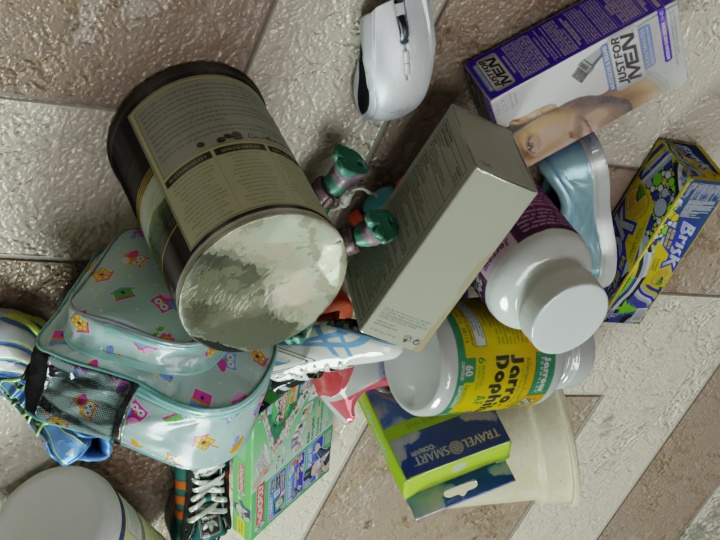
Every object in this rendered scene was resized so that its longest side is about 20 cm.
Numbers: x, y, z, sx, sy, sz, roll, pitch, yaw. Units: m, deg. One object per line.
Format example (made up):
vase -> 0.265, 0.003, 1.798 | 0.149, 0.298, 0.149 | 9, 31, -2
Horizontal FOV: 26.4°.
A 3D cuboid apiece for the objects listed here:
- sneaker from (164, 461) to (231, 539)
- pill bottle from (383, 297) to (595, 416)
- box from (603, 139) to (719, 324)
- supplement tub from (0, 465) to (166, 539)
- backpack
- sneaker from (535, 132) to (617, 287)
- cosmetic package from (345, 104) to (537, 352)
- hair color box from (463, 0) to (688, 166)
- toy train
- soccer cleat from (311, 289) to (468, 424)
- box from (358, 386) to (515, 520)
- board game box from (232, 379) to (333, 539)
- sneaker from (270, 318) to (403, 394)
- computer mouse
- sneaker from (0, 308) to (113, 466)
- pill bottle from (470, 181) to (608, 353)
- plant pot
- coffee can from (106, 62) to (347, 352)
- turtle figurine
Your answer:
sneaker -> -0.164, 0.240, 1.629 | 0.071, 0.080, 0.202 | -11, 135, -22
pill bottle -> 0.132, 0.082, 1.525 | 0.198, 0.113, 0.114 | -2, 132, -33
box -> 0.310, -0.039, 1.648 | 0.064, 0.070, 0.201 | 5, 128, -33
supplement tub -> -0.274, 0.306, 1.579 | 0.144, 0.146, 0.201 | -31, 140, 1
backpack -> -0.170, 0.072, 1.339 | 0.198, 0.176, 0.154 | 27, 125, -1
sneaker -> 0.213, -0.055, 1.580 | 0.081, 0.074, 0.202 | -17, 130, -4
cosmetic package -> 0.068, -0.036, 1.399 | 0.072, 0.104, 0.201 | 20, 122, -26
hair color box -> 0.205, -0.186, 1.441 | 0.198, 0.065, 0.110 | -28, 140, -2
toy train -> 0.000, 0.000, 1.508 | 0.148, 0.056, 0.202 | -8, 135, -25
soccer cleat -> 0.037, 0.079, 1.565 | 0.199, 0.077, 0.067 | -30, -179, -26
box -> 0.069, 0.143, 1.580 | 0.121, 0.201, 0.048 | -18, 148, -14
board game box -> -0.080, 0.178, 1.617 | 0.134, 0.029, 0.202 | -37, 148, -36
sneaker -> -0.049, 0.082, 1.484 | 0.197, 0.074, 0.072 | -3, 178, 22
computer mouse -> 0.036, -0.202, 1.336 | 0.108, 0.044, 0.201 | -17, 138, -17
sneaker -> -0.285, 0.113, 1.408 | 0.075, 0.106, 0.200 | -38, 140, 9
pill bottle -> 0.152, -0.016, 1.469 | 0.111, 0.201, 0.113 | -16, 134, -18
plant pot -> 0.126, 0.181, 1.683 | 0.181, 0.202, 0.202 | -13, 138, -3
coffee can -> -0.113, -0.055, 1.271 | 0.145, 0.201, 0.147 | -16, 138, -16
turtle figurine -> -0.065, -0.022, 1.417 | 0.199, 0.101, 0.150 | -34, 97, 26
